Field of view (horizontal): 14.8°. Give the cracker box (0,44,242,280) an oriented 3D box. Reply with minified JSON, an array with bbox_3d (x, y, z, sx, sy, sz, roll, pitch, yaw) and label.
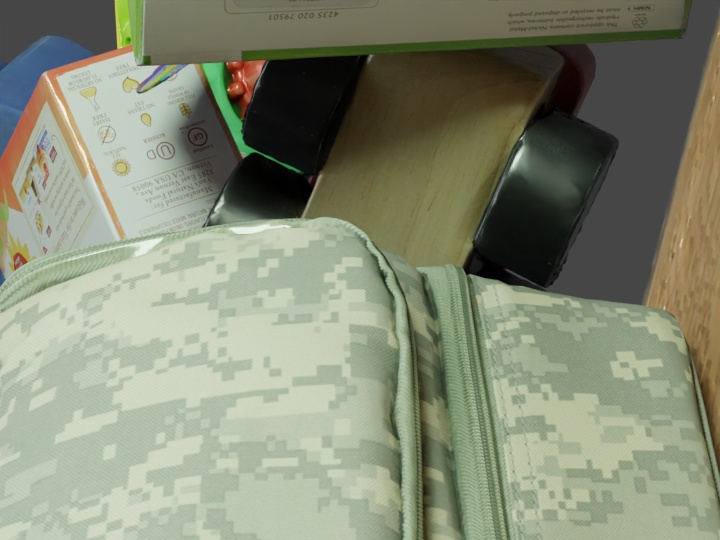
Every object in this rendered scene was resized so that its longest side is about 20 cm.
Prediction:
[{"bbox_3d":[-0.060,0.036,0.952,0.200,0.058,0.134,66,156,10],"label":"cracker box"}]

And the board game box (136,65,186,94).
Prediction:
[{"bbox_3d":[-0.006,-0.132,0.865,0.158,0.039,0.200,-31,12,47],"label":"board game box"}]

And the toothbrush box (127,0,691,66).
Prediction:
[{"bbox_3d":[0.004,-0.153,0.747,0.086,0.145,0.200,93,170,-47],"label":"toothbrush box"}]

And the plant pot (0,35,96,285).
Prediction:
[{"bbox_3d":[-0.189,0.002,1.151,0.200,0.180,0.200,-72,-24,-76],"label":"plant pot"}]

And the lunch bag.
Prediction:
[{"bbox_3d":[-0.014,0.086,0.599,0.200,0.168,0.139,-92,17,-55],"label":"lunch bag"}]

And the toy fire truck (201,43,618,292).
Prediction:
[{"bbox_3d":[0.003,-0.017,0.848,0.200,0.129,0.176,-49,-17,-67],"label":"toy fire truck"}]

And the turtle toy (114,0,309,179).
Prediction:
[{"bbox_3d":[-0.053,-0.080,1.171,0.146,0.101,0.200,-84,-13,-67],"label":"turtle toy"}]
